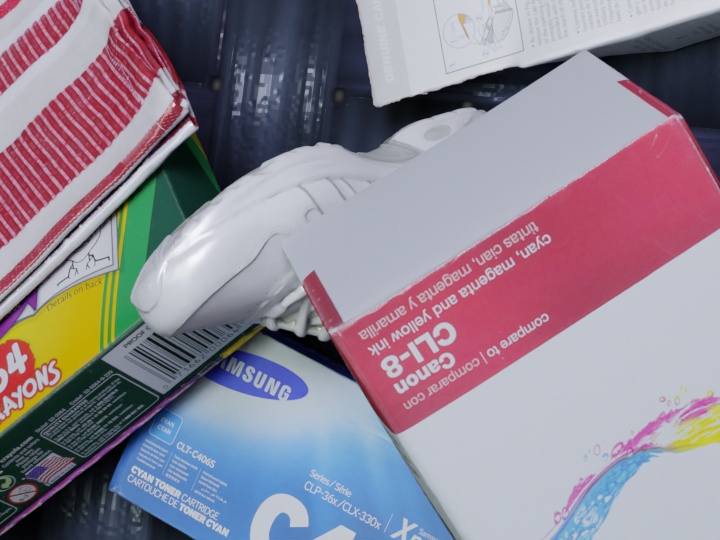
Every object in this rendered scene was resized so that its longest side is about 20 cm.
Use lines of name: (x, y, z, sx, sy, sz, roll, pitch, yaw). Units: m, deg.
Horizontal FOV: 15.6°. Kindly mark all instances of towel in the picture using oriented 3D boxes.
towel: (-0.159, -0.079, 1.165, 0.144, 0.023, 0.200, -44, 46, 11)

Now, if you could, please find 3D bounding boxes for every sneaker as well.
sneaker: (0.000, 0.000, 1.059, 0.078, 0.200, 0.100, -40, 75, 50)

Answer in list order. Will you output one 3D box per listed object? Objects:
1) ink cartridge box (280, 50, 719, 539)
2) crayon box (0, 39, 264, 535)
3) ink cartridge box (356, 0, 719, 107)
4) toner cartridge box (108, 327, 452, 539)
ink cartridge box: (0.087, 0.048, 0.969, 0.144, 0.145, 0.200, -33, 106, -1)
crayon box: (-0.153, 0.008, 1.165, 0.200, 0.058, 0.173, -38, 50, 15)
ink cartridge box: (0.089, -0.166, 1.117, 0.200, 0.050, 0.161, -16, 77, 27)
toner cartridge box: (-0.004, 0.097, 1.121, 0.200, 0.043, 0.095, 26, 92, 25)
